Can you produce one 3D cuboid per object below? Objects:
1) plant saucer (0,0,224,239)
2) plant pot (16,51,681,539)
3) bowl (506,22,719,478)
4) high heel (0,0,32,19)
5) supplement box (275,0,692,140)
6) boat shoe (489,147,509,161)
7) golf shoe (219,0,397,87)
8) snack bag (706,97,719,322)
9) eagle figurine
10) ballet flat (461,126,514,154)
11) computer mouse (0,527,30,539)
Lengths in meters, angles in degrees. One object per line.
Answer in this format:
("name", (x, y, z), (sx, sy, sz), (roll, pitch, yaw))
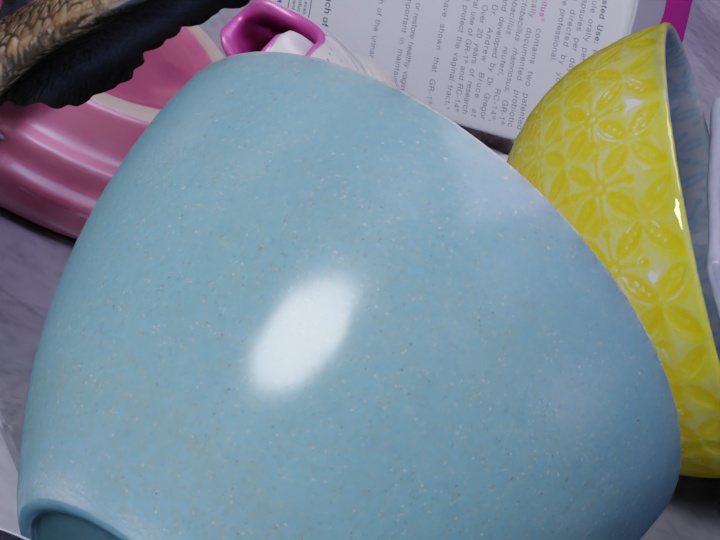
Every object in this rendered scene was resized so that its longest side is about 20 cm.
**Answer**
("plant saucer", (-0.126, -0.088, 0.919), (0.200, 0.051, 0.201), (29, 23, -14))
("plant pot", (-0.023, 0.056, 0.650), (0.200, 0.200, 0.135), (38, 60, 8))
("bowl", (0.105, 0.001, 0.955), (0.200, 0.107, 0.202), (-13, 90, -76))
("high heel", (-0.193, -0.137, 0.770), (0.198, 0.143, 0.072), (9, 45, -10))
("supplement box", (0.057, -0.132, 1.096), (0.199, 0.104, 0.101), (17, 16, 23))
("boat shoe", (0.094, -0.033, 1.085), (0.199, 0.066, 0.074), (30, 24, -9))
("golf shoe", (-0.011, -0.050, 0.949), (0.091, 0.075, 0.200), (41, 10, -37))
("snack bag", (0.185, 0.044, 0.968), (0.189, 0.021, 0.201), (-71, 146, -64))
("eagle figurine", (-0.128, -0.074, 0.701), (0.151, 0.201, 0.151), (44, 26, 23))
("ballet flat", (0.086, -0.108, 1.221), (0.067, 0.063, 0.200), (25, 26, -19))
("computer mouse", (-0.129, 0.121, 0.531), (0.109, 0.044, 0.200), (30, 24, 17))
